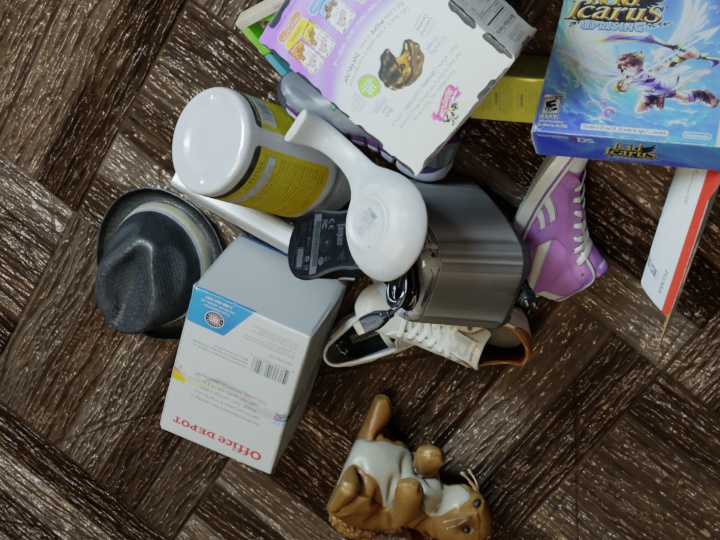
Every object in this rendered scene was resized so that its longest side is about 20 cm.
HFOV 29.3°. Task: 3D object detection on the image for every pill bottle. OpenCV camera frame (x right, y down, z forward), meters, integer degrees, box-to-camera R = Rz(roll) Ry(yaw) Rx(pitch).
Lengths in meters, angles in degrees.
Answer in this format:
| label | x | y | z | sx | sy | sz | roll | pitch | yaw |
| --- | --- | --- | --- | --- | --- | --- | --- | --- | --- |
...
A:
| label | x | y | z | sx | sy | sz | roll | pitch | yaw |
| --- | --- | --- | --- | --- | --- | --- | --- | --- | --- |
| pill bottle | -0.093 | -0.117 | 1.450 | 0.110 | 0.199 | 0.113 | -8 | 77 | 38 |

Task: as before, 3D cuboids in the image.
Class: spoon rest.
| label | x | y | z | sx | sy | sz | roll | pitch | yaw |
| --- | --- | --- | --- | --- | --- | --- | --- | --- | --- |
| spoon rest | 0.001 | -0.076 | 1.345 | 0.100 | 0.060 | 0.201 | -52 | 56 | 26 |

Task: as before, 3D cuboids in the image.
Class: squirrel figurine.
| label | x | y | z | sx | sy | sz | roll | pitch | yaw |
| --- | --- | --- | --- | --- | --- | --- | --- | --- | --- |
| squirrel figurine | 0.060 | 0.282 | 1.631 | 0.185 | 0.142 | 0.201 | 24 | 135 | 0 |

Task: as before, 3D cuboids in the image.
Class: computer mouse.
| label | x | y | z | sx | sy | sz | roll | pitch | yaw |
| --- | --- | --- | --- | --- | --- | --- | --- | --- | --- |
| computer mouse | 0.000 | 0.000 | 1.390 | 0.199 | 0.046 | 0.142 | -16 | 67 | 47 |

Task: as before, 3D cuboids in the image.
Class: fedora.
| label | x | y | z | sx | sy | sz | roll | pitch | yaw |
| --- | --- | --- | --- | --- | --- | --- | --- | --- | --- |
| fedora | -0.256 | 0.007 | 1.646 | 0.198 | 0.092 | 0.203 | 9 | 117 | 19 |

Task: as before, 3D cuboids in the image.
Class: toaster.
| label | x | y | z | sx | sy | sz | roll | pitch | yaw |
| --- | --- | --- | --- | --- | --- | --- | --- | --- | --- |
| toaster | 0.084 | -0.015 | 1.419 | 0.128 | 0.201 | 0.115 | 1 | 126 | -27 |

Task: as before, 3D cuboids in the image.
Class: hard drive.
| label | x | y | z | sx | sy | sz | roll | pitch | yaw |
| --- | --- | --- | --- | --- | --- | --- | --- | --- | --- |
| hard drive | -0.108 | -0.049 | 1.541 | 0.198 | 0.132 | 0.027 | 28 | 87 | 9 |

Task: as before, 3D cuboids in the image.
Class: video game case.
| label | x | y | z | sx | sy | sz | roll | pitch | yaw |
| --- | --- | --- | --- | --- | --- | --- | --- | --- | --- |
| video game case | 0.274 | -0.187 | 1.283 | 0.197 | 0.183 | 0.046 | 7 | 153 | 20 |

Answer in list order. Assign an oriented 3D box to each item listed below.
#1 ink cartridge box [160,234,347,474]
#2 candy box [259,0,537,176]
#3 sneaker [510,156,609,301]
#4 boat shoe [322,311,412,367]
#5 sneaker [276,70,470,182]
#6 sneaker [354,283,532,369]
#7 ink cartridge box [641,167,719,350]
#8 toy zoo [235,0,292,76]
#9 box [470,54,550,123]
| label | x | y | z | sx | sy | sz | roll | pitch | yaw |
| --- | --- | --- | --- | --- | --- | --- | --- | --- | --- |
| ink cartridge box | -0.124 | 0.097 | 1.595 | 0.146 | 0.145 | 0.202 | 23 | 120 | 6 |
| candy box | 0.032 | -0.216 | 1.263 | 0.200 | 0.072 | 0.168 | 41 | 130 | -2 |
| sneaker | 0.221 | -0.054 | 1.430 | 0.113 | 0.073 | 0.202 | 28 | 131 | 5 |
| boat shoe | 0.040 | 0.058 | 1.556 | 0.198 | 0.066 | 0.073 | -21 | 103 | 29 |
| sneaker | 0.015 | -0.169 | 1.403 | 0.198 | 0.075 | 0.088 | 24 | 144 | -6 |
| sneaker | 0.093 | 0.059 | 1.480 | 0.197 | 0.085 | 0.074 | 9 | 116 | -10 |
| ink cartridge box | 0.304 | -0.039 | 1.318 | 0.047 | 0.200 | 0.162 | 19 | 119 | 13 |
| toy zoo | -0.021 | -0.215 | 1.445 | 0.130 | 0.021 | 0.200 | -18 | 128 | 39 |
| box | 0.202 | -0.179 | 1.375 | 0.197 | 0.075 | 0.051 | 6 | 118 | 20 |
